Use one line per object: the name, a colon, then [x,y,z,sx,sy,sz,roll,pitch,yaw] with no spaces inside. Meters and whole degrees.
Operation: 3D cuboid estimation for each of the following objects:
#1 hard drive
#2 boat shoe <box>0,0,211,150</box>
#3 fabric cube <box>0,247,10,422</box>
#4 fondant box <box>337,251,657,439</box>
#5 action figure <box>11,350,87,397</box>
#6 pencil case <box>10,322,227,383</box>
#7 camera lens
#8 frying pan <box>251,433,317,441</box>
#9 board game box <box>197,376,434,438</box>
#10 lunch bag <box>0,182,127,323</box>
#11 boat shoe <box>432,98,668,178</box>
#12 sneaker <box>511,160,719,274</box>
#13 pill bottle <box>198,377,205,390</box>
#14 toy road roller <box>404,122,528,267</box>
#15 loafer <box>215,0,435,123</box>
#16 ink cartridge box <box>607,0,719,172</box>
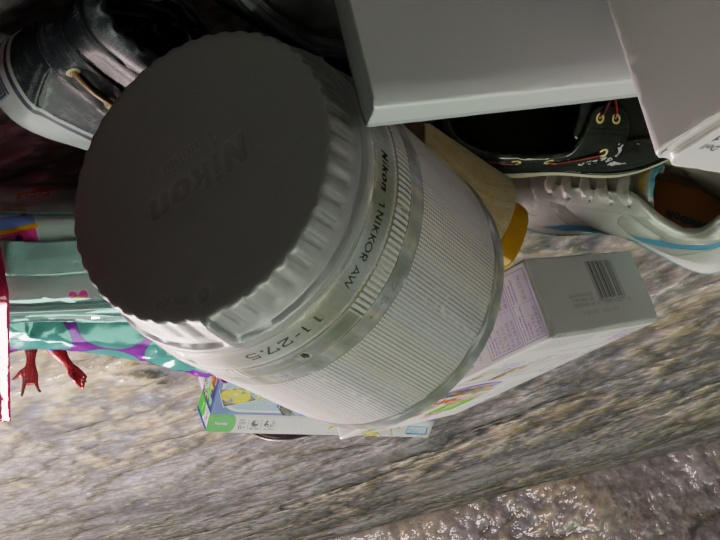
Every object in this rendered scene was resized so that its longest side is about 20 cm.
hard drive: [0.084,-0.140,0.616,0.199,0.133,0.027,-8,161,-16]
boat shoe: [-0.096,-0.095,0.715,0.091,0.071,0.200,-24,158,33]
fabric cube: [-0.271,-0.030,0.588,0.198,0.197,0.200,-7,160,-17]
fondant box: [0.089,0.053,0.930,0.200,0.059,0.144,-31,163,36]
action figure: [-0.209,0.055,1.039,0.199,0.099,0.065,-6,159,-13]
pencil case: [-0.187,0.027,0.919,0.199,0.093,0.085,6,-165,-11]
camera lens: [-0.028,-0.013,0.672,0.159,0.161,0.200,-21,152,22]
frying pan: [-0.034,0.099,1.221,0.114,0.031,0.190,4,-149,34]
board game box: [-0.019,0.068,1.042,0.199,0.034,0.136,4,119,-24]
lunch bag: [-0.169,-0.010,0.798,0.199,0.078,0.160,-3,-170,-14]
boat shoe: [0.146,-0.101,0.862,0.200,0.074,0.063,-7,169,-5]
sneaker: [0.179,-0.061,0.928,0.199,0.077,0.081,14,161,14]
pill bottle: [-0.040,0.060,1.132,0.199,0.117,0.116,-15,161,1]
toy road roller: [0.000,0.000,0.852,0.123,0.147,0.200,30,152,-25]
loafer: [-0.017,-0.145,0.665,0.200,0.073,0.073,21,103,-48]
ink cartridge box: [0.170,-0.146,0.553,0.144,0.201,0.084,2,156,-40]
